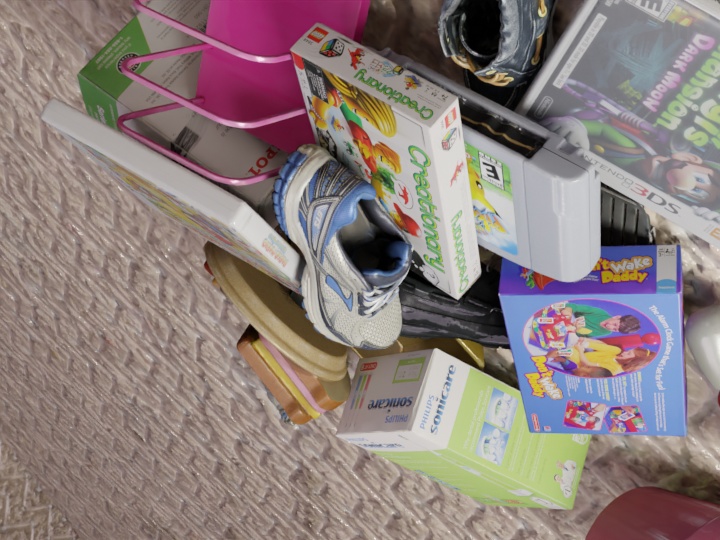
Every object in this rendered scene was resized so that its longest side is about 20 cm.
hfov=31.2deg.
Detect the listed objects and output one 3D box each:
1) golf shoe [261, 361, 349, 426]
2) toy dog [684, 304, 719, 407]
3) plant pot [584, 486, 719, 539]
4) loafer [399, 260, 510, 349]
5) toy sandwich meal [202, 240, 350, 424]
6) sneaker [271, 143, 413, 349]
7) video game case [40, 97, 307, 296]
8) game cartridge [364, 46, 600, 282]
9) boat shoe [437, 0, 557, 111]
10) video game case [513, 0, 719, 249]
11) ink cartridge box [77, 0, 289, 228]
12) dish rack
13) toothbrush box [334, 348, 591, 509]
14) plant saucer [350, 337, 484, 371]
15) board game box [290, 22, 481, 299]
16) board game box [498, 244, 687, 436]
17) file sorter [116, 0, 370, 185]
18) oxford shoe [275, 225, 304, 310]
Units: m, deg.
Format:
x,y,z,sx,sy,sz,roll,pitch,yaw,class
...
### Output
x,y,z,sx,sy,sz,roll,pitch,yaw,class
-0.081,0.124,1.544,0.097,0.078,0.200,48,153,1,golf shoe
0.318,0.112,0.976,0.131,0.096,0.202,19,131,44,toy dog
0.298,0.287,1.150,0.201,0.199,0.179,57,166,-29,plant pot
0.102,0.025,1.117,0.198,0.068,0.071,5,107,24,loafer
-0.088,0.054,1.245,0.205,0.070,0.205,43,-168,-11,toy sandwich meal
0.000,0.000,0.959,0.085,0.077,0.201,23,153,36,sneaker
-0.133,-0.051,1.007,0.199,0.023,0.182,28,172,26,video game case
0.082,-0.072,0.920,0.199,0.041,0.134,32,160,29,game cartridge
0.086,-0.153,0.864,0.070,0.091,0.201,34,153,15,boat shoe
0.204,-0.101,0.818,0.180,0.024,0.200,29,153,0,video game case
-0.117,-0.141,1.101,0.199,0.146,0.085,37,158,12,ink cartridge box
0.137,-0.034,1.017,0.199,0.055,0.154,28,151,27,dish rack
0.100,0.157,1.249,0.198,0.087,0.145,26,161,-24,toothbrush box
0.022,0.023,1.271,0.200,0.048,0.200,48,154,-10,plant saucer
0.023,-0.074,0.926,0.126,0.035,0.201,32,157,28,board game box
0.189,0.060,1.021,0.133,0.045,0.201,0,142,15,board game box
-0.087,-0.180,0.930,0.138,0.125,0.202,27,119,26,file sorter
-0.055,-0.030,1.163,0.084,0.073,0.200,42,154,4,oxford shoe
